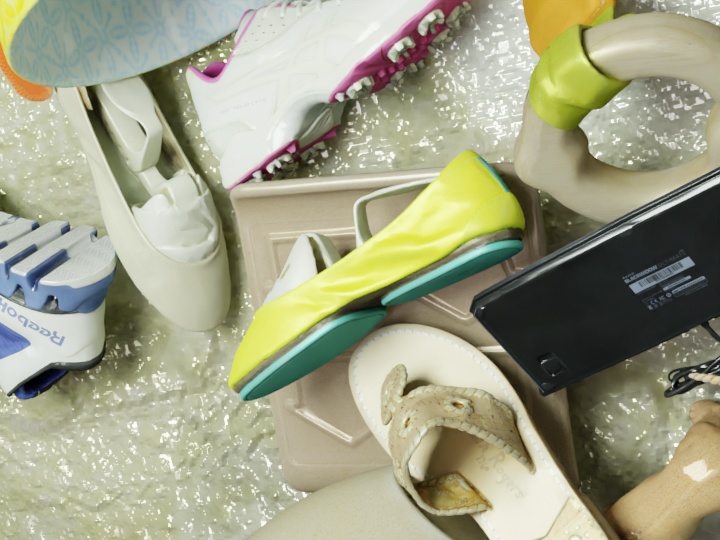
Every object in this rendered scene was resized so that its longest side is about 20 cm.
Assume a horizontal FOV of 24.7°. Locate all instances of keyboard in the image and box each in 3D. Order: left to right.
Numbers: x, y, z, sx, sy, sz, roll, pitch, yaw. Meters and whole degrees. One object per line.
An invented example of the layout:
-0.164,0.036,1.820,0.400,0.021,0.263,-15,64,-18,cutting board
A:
0.167,0.013,0.838,0.199,0.021,0.127,-28,120,30,keyboard

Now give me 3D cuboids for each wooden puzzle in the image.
0.029,0.035,0.942,0.183,0.046,0.202,-3,110,25,wooden puzzle

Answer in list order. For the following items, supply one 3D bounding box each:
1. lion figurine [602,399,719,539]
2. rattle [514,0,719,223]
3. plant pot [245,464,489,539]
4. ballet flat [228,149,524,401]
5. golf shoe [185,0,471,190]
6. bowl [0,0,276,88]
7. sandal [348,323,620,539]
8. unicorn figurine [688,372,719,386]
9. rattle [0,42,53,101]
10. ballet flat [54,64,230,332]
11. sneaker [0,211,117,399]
0.160,0.129,0.859,0.072,0.122,0.201,36,113,15,lion figurine
0.181,-0.091,0.851,0.198,0.143,0.131,7,119,-3,rattle
0.021,0.187,0.909,0.200,0.200,0.135,36,104,16,plant pot
0.000,0.000,0.884,0.199,0.067,0.068,-31,76,28,ballet flat
-0.023,-0.128,0.927,0.199,0.075,0.092,-36,80,27,golf shoe
-0.121,-0.196,0.895,0.199,0.200,0.108,-33,78,28,bowl
0.054,0.095,0.842,0.078,0.069,0.212,-48,60,10,sandal
0.270,0.022,0.774,0.198,0.074,0.138,1,127,-3,unicorn figurine
-0.249,-0.206,0.964,0.129,0.142,0.202,4,92,48,rattle
-0.128,-0.059,0.990,0.069,0.069,0.201,-30,87,28,ballet flat
-0.233,0.019,1.051,0.198,0.080,0.116,21,126,33,sneaker
